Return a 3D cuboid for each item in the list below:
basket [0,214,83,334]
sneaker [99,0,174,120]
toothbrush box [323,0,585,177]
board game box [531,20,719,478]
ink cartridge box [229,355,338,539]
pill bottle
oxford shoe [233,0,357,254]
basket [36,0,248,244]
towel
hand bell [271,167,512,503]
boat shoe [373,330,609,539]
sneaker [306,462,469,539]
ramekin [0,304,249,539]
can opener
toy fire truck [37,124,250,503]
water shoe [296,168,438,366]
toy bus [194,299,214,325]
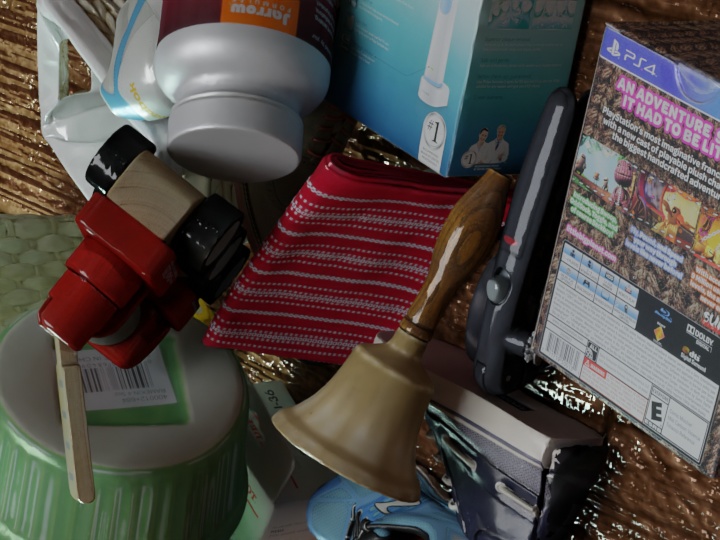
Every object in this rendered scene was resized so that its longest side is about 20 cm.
[{"bbox_3d":[-0.303,0.026,1.890,0.123,0.199,0.136,-16,79,47],"label":"basket"},{"bbox_3d":[-0.120,-0.189,1.596,0.080,0.077,0.201,-15,44,39],"label":"sneaker"},{"bbox_3d":[0.063,-0.176,1.453,0.146,0.085,0.201,35,122,50],"label":"toothbrush box"},{"bbox_3d":[0.195,-0.016,1.276,0.159,0.096,0.201,36,122,47],"label":"board game box"},{"bbox_3d":[-0.078,0.164,1.709,0.117,0.067,0.201,56,137,34],"label":"ink cartridge box"},{"bbox_3d":[-0.070,-0.164,1.494,0.113,0.112,0.201,-25,55,53],"label":"pill bottle"},{"bbox_3d":[-0.035,-0.098,1.563,0.075,0.070,0.201,4,91,42],"label":"oxford shoe"},{"bbox_3d":[-0.139,-0.110,1.694,0.200,0.123,0.136,52,149,40],"label":"basket"},{"bbox_3d":[0.000,0.000,1.514,0.200,0.144,0.023,-53,37,43],"label":"towel"},{"bbox_3d":[0.037,0.028,1.433,0.104,0.104,0.201,35,99,47],"label":"hand bell"},{"bbox_3d":[0.066,0.113,1.490,0.200,0.074,0.093,32,112,48],"label":"boat shoe"},{"bbox_3d":[0.019,0.173,1.553,0.200,0.090,0.079,10,102,55],"label":"sneaker"},{"bbox_3d":[-0.168,0.107,1.586,0.200,0.199,0.098,52,144,37],"label":"ramekin"},{"bbox_3d":[0.105,-0.017,1.431,0.078,0.063,0.201,30,118,33],"label":"can opener"},{"bbox_3d":[-0.156,0.036,1.498,0.128,0.200,0.176,38,171,5],"label":"toy fire truck"},{"bbox_3d":[-0.004,-0.018,1.581,0.200,0.071,0.079,-52,47,41],"label":"water shoe"},{"bbox_3d":[-0.160,0.086,1.804,0.200,0.078,0.065,-57,49,41],"label":"toy bus"}]
